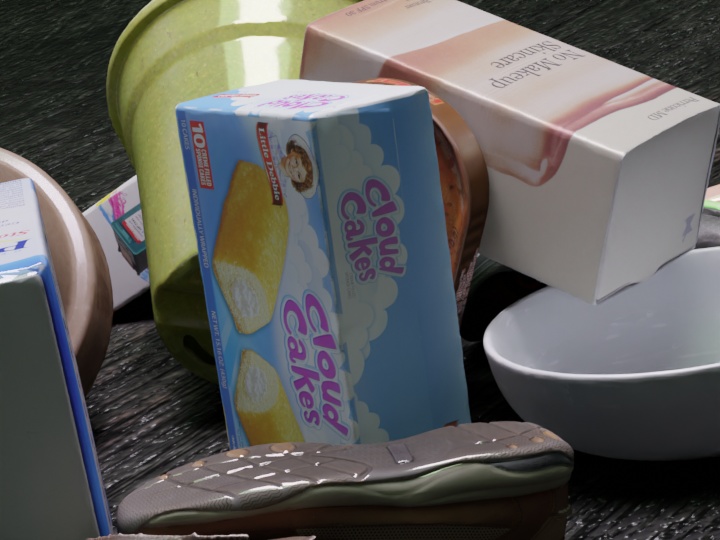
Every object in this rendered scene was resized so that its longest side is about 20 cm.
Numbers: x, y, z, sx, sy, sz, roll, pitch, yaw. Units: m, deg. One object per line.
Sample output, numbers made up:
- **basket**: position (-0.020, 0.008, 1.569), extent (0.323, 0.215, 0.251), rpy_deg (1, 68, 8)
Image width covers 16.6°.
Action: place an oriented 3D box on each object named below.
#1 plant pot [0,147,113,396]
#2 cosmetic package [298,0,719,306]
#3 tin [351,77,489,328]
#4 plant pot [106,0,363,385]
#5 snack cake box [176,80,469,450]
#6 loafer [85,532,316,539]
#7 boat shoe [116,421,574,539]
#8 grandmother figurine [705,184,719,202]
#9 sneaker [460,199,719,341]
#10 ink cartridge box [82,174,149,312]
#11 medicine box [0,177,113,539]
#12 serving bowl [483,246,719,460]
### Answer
- **plant pot**: position (-0.245, -0.003, 1.309), extent (0.199, 0.201, 0.175), rpy_deg (-10, -25, 3)
- **cosmetic package**: position (0.072, -0.069, 1.275), extent (0.200, 0.088, 0.103), rpy_deg (25, 31, 29)
- **tin**: position (0.000, 0.000, 1.246), extent (0.112, 0.201, 0.042), rpy_deg (19, 21, 16)
- **plant pot**: position (-0.051, -0.039, 1.410), extent (0.200, 0.201, 0.185), rpy_deg (-9, 46, 8)
- **snack cake box**: position (-0.015, 0.016, 1.149), extent (0.067, 0.201, 0.115), rpy_deg (-16, 14, -32)
- **loafer**: position (-0.043, 0.144, 1.005), extent (0.199, 0.073, 0.071), rpy_deg (5, 13, 23)
- **boat shoe**: position (-0.005, 0.113, 1.062), extent (0.199, 0.072, 0.076), rpy_deg (-5, 12, -1)
- **grandmother figurine**: position (0.168, -0.020, 1.470), extent (0.199, 0.061, 0.121), rpy_deg (-6, 6, 6)
- **sneaker**: position (0.142, 0.014, 1.364), extent (0.199, 0.077, 0.084), rpy_deg (-8, 32, 24)
- **ink cartridge box**: position (-0.130, -0.035, 1.636), extent (0.200, 0.067, 0.116), rpy_deg (-32, 3, 28)
- **medicine box**: position (-0.176, 0.071, 1.128), extent (0.103, 0.183, 0.200), rpy_deg (-13, 15, -7)
- **serving bowl**: position (0.163, 0.047, 1.205), extent (0.199, 0.066, 0.200), rpy_deg (-11, 15, 3)
